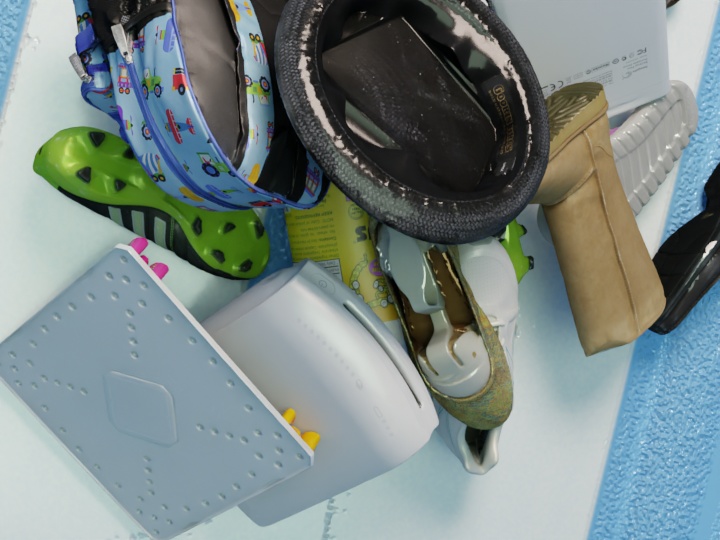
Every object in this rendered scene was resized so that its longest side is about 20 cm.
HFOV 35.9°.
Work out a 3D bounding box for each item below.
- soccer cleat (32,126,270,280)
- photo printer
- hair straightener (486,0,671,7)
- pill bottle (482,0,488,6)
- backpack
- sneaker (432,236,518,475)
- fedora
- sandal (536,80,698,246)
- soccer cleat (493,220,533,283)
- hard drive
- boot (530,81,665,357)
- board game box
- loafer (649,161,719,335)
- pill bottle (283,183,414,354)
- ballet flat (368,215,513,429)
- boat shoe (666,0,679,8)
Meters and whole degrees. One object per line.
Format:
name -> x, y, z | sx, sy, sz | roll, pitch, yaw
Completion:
soccer cleat -> -0.155, -0.052, 0.852 | 0.199, 0.081, 0.068 | 31, 73, -34
photo printer -> -0.050, 0.091, 0.818 | 0.167, 0.199, 0.070 | 52, 39, -9
hair straightener -> 0.163, -0.219, 0.877 | 0.198, 0.077, 0.041 | -10, 53, -10
pill bottle -> 0.001, -0.245, 0.788 | 0.112, 0.112, 0.201 | -38, 101, -9
backpack -> -0.105, -0.127, 0.771 | 0.133, 0.182, 0.202 | -21, 71, 25
sneaker -> 0.097, 0.069, 0.874 | 0.070, 0.080, 0.202 | -6, 117, -8
fedora -> 0.024, -0.101, 0.731 | 0.198, 0.092, 0.203 | 8, 69, -20
sandal -> 0.216, -0.087, 0.950 | 0.202, 0.050, 0.083 | -39, 116, -22
soccer cleat -> 0.083, -0.075, 0.899 | 0.080, 0.067, 0.202 | -15, 98, -13
hard drive -> 0.171, -0.189, 0.862 | 0.131, 0.201, 0.027 | -21, 53, 4
boot -> 0.160, -0.019, 0.855 | 0.174, 0.066, 0.202 | -34, 117, -27
board game box -> -0.154, 0.094, 0.808 | 0.200, 0.199, 0.026 | 50, 39, -10
loafer -> 0.315, -0.020, 0.964 | 0.072, 0.073, 0.201 | 40, 84, -16
pill bottle -> 0.000, 0.000, 0.869 | 0.103, 0.104, 0.202 | -11, 95, -13
ballet flat -> 0.055, 0.032, 0.799 | 0.070, 0.071, 0.202 | -22, 99, -12
boat shoe -> 0.191, -0.242, 0.921 | 0.200, 0.075, 0.076 | -6, 94, -13
